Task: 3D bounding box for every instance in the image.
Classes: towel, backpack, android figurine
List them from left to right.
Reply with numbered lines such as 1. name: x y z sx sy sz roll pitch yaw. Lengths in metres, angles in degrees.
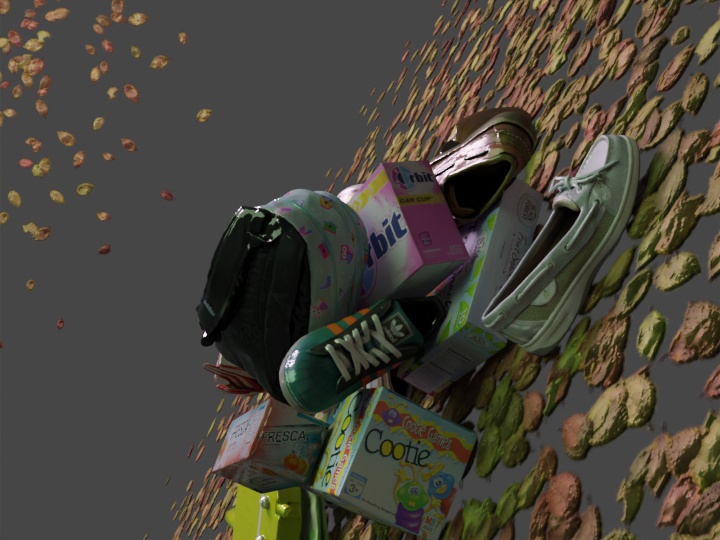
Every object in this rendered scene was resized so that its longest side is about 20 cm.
1. android figurine: -0.121 0.296 1.126 0.199 0.041 0.185 -173 91 -65
2. towel: -0.093 0.304 1.132 0.200 0.030 0.151 132 135 -52
3. backpack: -0.073 0.016 0.940 0.126 0.166 0.202 -29 -41 -48

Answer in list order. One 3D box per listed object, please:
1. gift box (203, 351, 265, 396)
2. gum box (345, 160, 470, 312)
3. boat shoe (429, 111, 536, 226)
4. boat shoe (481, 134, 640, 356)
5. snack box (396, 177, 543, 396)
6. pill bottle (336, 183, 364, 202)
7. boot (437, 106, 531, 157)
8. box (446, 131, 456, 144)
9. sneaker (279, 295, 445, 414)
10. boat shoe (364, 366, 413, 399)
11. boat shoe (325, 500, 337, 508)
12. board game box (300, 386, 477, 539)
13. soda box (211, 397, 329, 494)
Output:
1. gift box: -0.149 0.110 1.479 0.200 0.182 0.189 114 164 -74
2. gum box: 0.018 -0.013 0.976 0.200 0.065 0.115 -44 61 48
3. boat shoe: 0.101 -0.085 0.958 0.200 0.071 0.068 -48 14 48
4. boat shoe: 0.173 -0.030 0.782 0.204 0.064 0.074 -63 12 -1
5. snack box: 0.116 0.015 0.960 0.142 0.053 0.201 -45 19 51
6. pill bottle: 0.000 0.000 1.152 0.109 0.108 0.202 -44 28 56
7. boot: 0.131 -0.103 1.117 0.199 0.070 0.148 -30 -38 -39
8. box: 0.118 -0.099 1.223 0.202 0.050 0.075 -68 12 -22
9. sneaker: 0.006 0.066 0.856 0.080 0.072 0.199 -34 -4 40
10. boat shoe: 0.056 0.063 1.059 0.068 0.074 0.203 31 113 58
11. boat shoe: -0.051 0.243 1.148 0.072 0.067 0.200 -60 13 -5
12. board game box: 0.015 0.184 0.893 0.104 0.104 0.200 -66 11 -15
13. soda box: -0.098 0.186 0.956 0.064 0.068 0.200 -69 12 -21
